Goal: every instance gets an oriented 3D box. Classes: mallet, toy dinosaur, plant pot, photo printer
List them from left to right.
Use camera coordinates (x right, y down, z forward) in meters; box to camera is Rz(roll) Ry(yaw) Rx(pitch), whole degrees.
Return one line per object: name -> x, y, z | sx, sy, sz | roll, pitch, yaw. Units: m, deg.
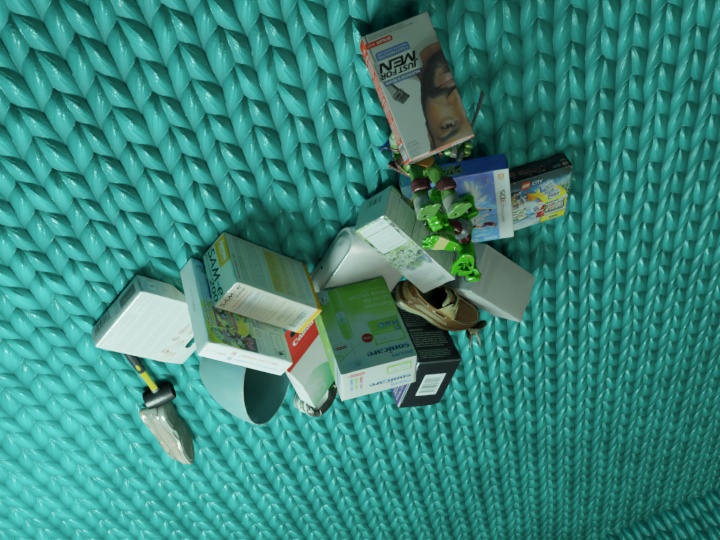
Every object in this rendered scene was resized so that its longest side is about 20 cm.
mallet -> -0.442, 0.210, 1.643 | 0.066, 0.041, 0.201 | -29, 135, 1
plant pot -> -0.237, 0.192, 1.627 | 0.134, 0.201, 0.201 | 8, 146, 23
photo printer -> 0.000, 0.000, 1.604 | 0.165, 0.070, 0.200 | 12, 128, -35
toy dinosaur -> 0.218, 0.077, 1.767 | 0.077, 0.103, 0.200 | -33, 140, 10

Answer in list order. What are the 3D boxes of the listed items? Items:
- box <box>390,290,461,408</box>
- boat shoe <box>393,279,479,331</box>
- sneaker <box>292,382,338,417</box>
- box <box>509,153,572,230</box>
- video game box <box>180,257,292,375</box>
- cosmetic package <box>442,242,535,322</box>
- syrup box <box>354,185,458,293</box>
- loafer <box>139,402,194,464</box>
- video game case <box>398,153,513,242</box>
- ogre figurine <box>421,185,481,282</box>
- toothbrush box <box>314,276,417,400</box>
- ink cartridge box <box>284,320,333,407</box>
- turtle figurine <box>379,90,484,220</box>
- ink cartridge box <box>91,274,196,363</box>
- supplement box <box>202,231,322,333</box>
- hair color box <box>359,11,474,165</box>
box -> 0.111, 0.162, 1.730 | 0.103, 0.201, 0.149 | -2, 134, -24
boat shoe -> 0.162, 0.068, 1.651 | 0.199, 0.076, 0.074 | 19, 152, -28
sneaker -> -0.075, 0.239, 1.833 | 0.200, 0.115, 0.076 | -39, 113, -27
box -> 0.316, -0.143, 1.630 | 0.198, 0.038, 0.137 | -17, 139, -8
video game box -> -0.225, 0.084, 1.484 | 0.181, 0.201, 0.047 | 23, 123, -40
cosmetic package -> 0.271, 0.023, 1.718 | 0.199, 0.084, 0.108 | 30, 77, -44
syrup box -> 0.089, -0.054, 1.516 | 0.078, 0.082, 0.200 | -26, 126, 38
loafer -> -0.418, 0.353, 1.789 | 0.062, 0.072, 0.201 | -8, 133, 7
video game case -> 0.183, -0.122, 1.543 | 0.198, 0.046, 0.182 | -10, 138, 7
ogre figurine -> 0.166, -0.074, 1.468 | 0.199, 0.121, 0.098 | 30, 137, -32
toothbrush box -> 0.005, 0.123, 1.530 | 0.144, 0.201, 0.086 | -12, 139, -10
ink cartridge box -> -0.089, 0.163, 1.690 | 0.161, 0.050, 0.201 | -52, 149, -25
turtle figurine -> 0.121, -0.193, 1.342 | 0.199, 0.195, 0.144 | -27, 158, 22
ink cartridge box -> -0.377, 0.097, 1.551 | 0.199, 0.047, 0.160 | 20, 123, -46
supplement box -> -0.179, 0.025, 1.502 | 0.199, 0.127, 0.074 | 22, 123, -40
hair color box -> 0.085, -0.276, 1.260 | 0.110, 0.201, 0.064 | -22, -178, -3
